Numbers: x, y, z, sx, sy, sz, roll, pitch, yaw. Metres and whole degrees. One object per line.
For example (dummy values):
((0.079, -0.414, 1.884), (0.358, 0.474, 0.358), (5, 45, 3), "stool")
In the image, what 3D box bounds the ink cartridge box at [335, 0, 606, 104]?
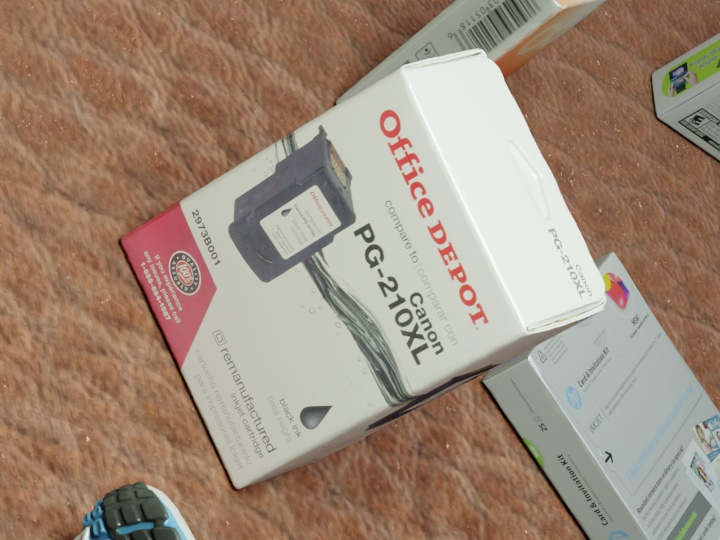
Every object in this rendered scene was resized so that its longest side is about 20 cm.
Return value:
((0.098, -0.138, 1.653), (0.200, 0.162, 0.050), (-15, 71, -55), "ink cartridge box")

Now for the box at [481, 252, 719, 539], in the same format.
((0.168, 0.107, 1.673), (0.200, 0.041, 0.156), (56, 33, -8), "box")

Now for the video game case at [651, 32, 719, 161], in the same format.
((0.334, -0.120, 1.934), (0.200, 0.181, 0.045), (30, 43, -38), "video game case")

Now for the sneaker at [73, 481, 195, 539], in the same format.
((-0.073, 0.193, 1.275), (0.087, 0.075, 0.200), (-7, 79, -62), "sneaker")

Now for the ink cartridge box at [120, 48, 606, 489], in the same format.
((0.000, 0.000, 1.385), (0.084, 0.200, 0.145), (-16, 78, -56), "ink cartridge box")
